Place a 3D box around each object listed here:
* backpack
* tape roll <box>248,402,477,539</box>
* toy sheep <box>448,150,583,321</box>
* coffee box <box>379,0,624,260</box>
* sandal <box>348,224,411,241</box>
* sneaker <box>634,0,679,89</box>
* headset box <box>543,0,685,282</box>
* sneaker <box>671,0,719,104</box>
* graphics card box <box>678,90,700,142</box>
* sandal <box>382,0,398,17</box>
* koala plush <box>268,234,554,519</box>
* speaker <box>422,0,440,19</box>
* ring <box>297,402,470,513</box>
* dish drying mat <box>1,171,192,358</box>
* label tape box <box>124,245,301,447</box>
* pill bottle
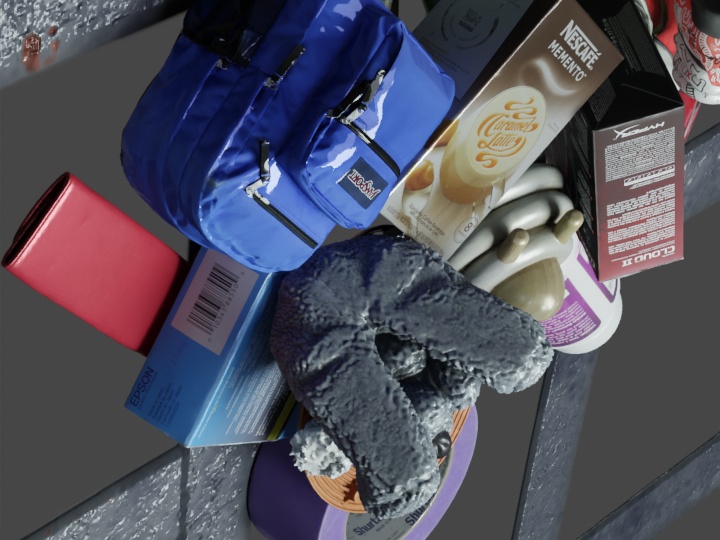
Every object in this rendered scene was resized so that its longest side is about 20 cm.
[{"bbox_3d":[-0.053,-0.101,1.429,0.200,0.168,0.162,-53,141,-3],"label":"backpack"},{"bbox_3d":[0.004,0.165,1.832,0.200,0.085,0.201,-35,143,-32],"label":"tape roll"},{"bbox_3d":[0.098,-0.050,1.656,0.137,0.201,0.138,-22,163,-7],"label":"toy sheep"},{"bbox_3d":[0.077,-0.119,1.534,0.200,0.080,0.114,-49,145,4],"label":"coffee box"},{"bbox_3d":[0.000,0.000,1.724,0.199,0.045,0.075,-28,134,-17],"label":"sandal"},{"bbox_3d":[0.229,-0.223,1.829,0.200,0.077,0.085,47,58,-61],"label":"sneaker"},{"bbox_3d":[0.191,-0.101,1.665,0.075,0.149,0.201,-15,141,-4],"label":"headset box"},{"bbox_3d":[0.278,-0.226,1.789,0.067,0.202,0.108,-3,133,-5],"label":"sneaker"},{"bbox_3d":[0.237,-0.092,1.863,0.200,0.051,0.126,-16,129,-87],"label":"graphics card box"},{"bbox_3d":[0.029,-0.136,1.586,0.080,0.057,0.202,-83,176,-50],"label":"sandal"},{"bbox_3d":[0.019,0.077,1.580,0.177,0.184,0.200,-45,169,-13],"label":"koala plush"},{"bbox_3d":[0.070,-0.238,1.554,0.089,0.088,0.200,-48,148,-15],"label":"speaker"},{"bbox_3d":[0.029,0.100,1.720,0.200,0.019,0.202,-22,123,-38],"label":"ring"},{"bbox_3d":[-0.174,-0.001,1.489,0.077,0.018,0.200,-54,149,-3],"label":"dish drying mat"},{"bbox_3d":[-0.080,0.053,1.617,0.144,0.066,0.200,-64,162,8],"label":"label tape box"},{"bbox_3d":[0.161,0.002,1.880,0.113,0.112,0.200,-54,149,-5],"label":"pill bottle"}]
